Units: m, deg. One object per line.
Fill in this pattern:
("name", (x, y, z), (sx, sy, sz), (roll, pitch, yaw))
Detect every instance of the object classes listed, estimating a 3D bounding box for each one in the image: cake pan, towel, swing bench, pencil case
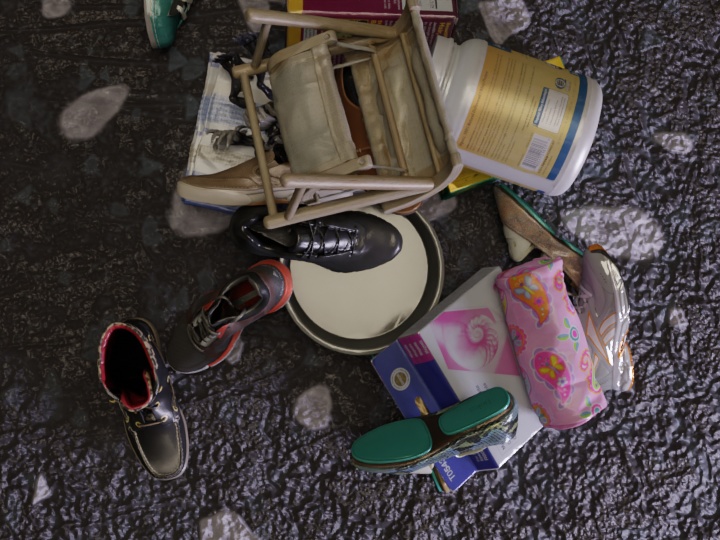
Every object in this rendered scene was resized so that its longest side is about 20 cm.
("cake pan", (0.000, 0.000, 1.207), (0.199, 0.037, 0.201), (0, 93, -7))
("towel", (-0.137, -0.165, 1.259), (0.146, 0.024, 0.201), (12, 85, -6))
("swing bench", (-0.017, -0.168, 1.073), (0.199, 0.130, 0.200), (-8, 74, -17))
("pencil case", (0.224, 0.086, 1.178), (0.087, 0.087, 0.201), (-19, 92, -7))

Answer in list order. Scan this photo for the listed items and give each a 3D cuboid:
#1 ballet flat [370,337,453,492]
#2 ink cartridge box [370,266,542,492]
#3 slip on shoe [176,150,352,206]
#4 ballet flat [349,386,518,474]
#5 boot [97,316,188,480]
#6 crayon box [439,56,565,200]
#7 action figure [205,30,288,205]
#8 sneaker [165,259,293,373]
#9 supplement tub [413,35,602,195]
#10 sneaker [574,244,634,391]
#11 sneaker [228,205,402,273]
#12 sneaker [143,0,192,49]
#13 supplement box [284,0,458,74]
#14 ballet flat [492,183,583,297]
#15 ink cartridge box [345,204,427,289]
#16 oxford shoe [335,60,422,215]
("ballet flat", (0.080, 0.170, 1.221), (0.063, 0.069, 0.201), (-26, 88, -3))
("ink cartridge box", (0.139, 0.129, 1.198), (0.200, 0.043, 0.197), (-38, 103, -26))
("slip on shoe", (-0.107, -0.106, 1.136), (0.199, 0.076, 0.061), (1, 101, -5))
("ballet flat", (0.089, 0.198, 1.143), (0.199, 0.074, 0.074), (-19, 86, 6))
("boot", (-0.249, 0.148, 1.153), (0.073, 0.151, 0.201), (-11, 85, -6))
("crayon box", (0.178, -0.179, 1.270), (0.199, 0.058, 0.119), (-20, 87, -7))
("action figure", (-0.123, -0.172, 1.194), (0.102, 0.119, 0.201), (-13, 83, -48))
("sneaker", (-0.171, 0.055, 1.173), (0.200, 0.082, 0.077), (-41, 80, 23))
("supplement tub", (0.163, -0.182, 1.166), (0.199, 0.145, 0.145), (19, 83, -3))
("sneaker", (0.277, 0.067, 1.221), (0.092, 0.076, 0.201), (-10, 112, 2))
("sneaker", (-0.049, -0.034, 1.135), (0.199, 0.091, 0.076), (3, 94, -8))
("sneaker", (-0.220, -0.371, 1.247), (0.080, 0.071, 0.201), (6, 82, 0))
("supplement box", (0.007, -0.305, 1.219), (0.199, 0.131, 0.104), (1, 61, -6))
("ballet flat", (0.229, -0.024, 1.259), (0.200, 0.068, 0.067), (40, 98, 1))
("ink cartridge box", (0.005, -0.089, 1.247), (0.109, 0.050, 0.201), (-16, 96, -6))
("oxford shoe", (0.016, -0.157, 1.172), (0.071, 0.071, 0.200), (-23, 75, -11))
